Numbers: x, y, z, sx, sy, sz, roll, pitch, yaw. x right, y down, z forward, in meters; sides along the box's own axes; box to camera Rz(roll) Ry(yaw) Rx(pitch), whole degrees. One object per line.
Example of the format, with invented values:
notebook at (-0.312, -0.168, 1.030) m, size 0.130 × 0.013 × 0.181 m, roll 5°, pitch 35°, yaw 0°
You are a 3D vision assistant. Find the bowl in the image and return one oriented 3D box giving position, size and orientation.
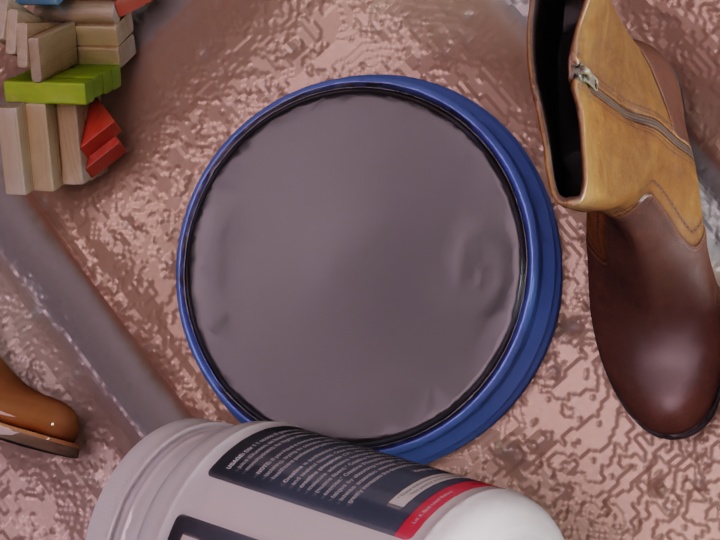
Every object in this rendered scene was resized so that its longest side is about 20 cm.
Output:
bowl at (0.000, 0.000, 1.026) m, size 0.199 × 0.039 × 0.202 m, roll -2°, pitch 83°, yaw 16°

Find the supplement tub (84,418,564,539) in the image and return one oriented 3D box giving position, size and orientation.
supplement tub at (-0.015, 0.148, 0.937) m, size 0.199 × 0.140 × 0.141 m, roll 13°, pitch 87°, yaw 38°

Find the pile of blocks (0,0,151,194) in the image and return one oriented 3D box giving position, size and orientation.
pile of blocks at (-0.141, -0.136, 1.060) m, size 0.062 × 0.082 × 0.202 m, roll 2°, pitch 84°, yaw 16°

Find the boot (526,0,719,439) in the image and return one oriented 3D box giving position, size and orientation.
boot at (0.120, -0.024, 0.909) m, size 0.068 × 0.200 × 0.190 m, roll 0°, pitch 84°, yaw 16°

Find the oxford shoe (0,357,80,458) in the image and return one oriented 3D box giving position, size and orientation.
oxford shoe at (-0.221, 0.034, 1.071) m, size 0.199 × 0.071 × 0.072 m, roll 29°, pitch 87°, yaw 18°
